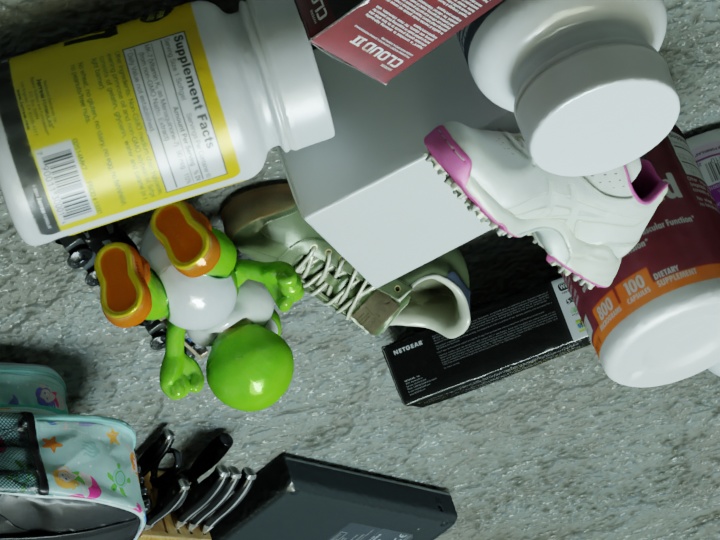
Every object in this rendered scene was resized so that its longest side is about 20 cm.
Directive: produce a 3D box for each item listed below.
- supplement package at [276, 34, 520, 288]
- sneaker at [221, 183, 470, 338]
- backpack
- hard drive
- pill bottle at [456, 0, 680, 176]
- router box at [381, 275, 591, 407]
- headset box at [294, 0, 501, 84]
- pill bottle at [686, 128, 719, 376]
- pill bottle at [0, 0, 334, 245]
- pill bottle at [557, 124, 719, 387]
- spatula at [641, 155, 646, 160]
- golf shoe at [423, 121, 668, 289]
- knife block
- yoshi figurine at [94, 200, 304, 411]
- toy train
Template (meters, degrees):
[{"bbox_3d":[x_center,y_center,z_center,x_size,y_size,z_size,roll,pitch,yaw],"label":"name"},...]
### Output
[{"bbox_3d":[0.055,-0.098,1.729,0.200,0.118,0.117,-27,149,12],"label":"supplement package"},{"bbox_3d":[0.000,0.000,1.880,0.200,0.090,0.067,10,140,-39],"label":"sneaker"},{"bbox_3d":[-0.256,0.154,1.927,0.199,0.151,0.178,7,148,-24],"label":"backpack"},{"bbox_3d":[-0.035,0.215,2.261,0.200,0.033,0.139,16,135,-44],"label":"hard drive"},{"bbox_3d":[0.109,-0.160,1.578,0.119,0.200,0.120,-13,149,-8],"label":"pill bottle"},{"bbox_3d":[0.121,0.045,2.004,0.199,0.051,0.149,-21,175,4],"label":"router box"},{"bbox_3d":[0.032,-0.212,1.504,0.200,0.149,0.077,-35,145,24],"label":"headset box"},{"bbox_3d":[0.276,0.007,1.933,0.112,0.200,0.112,-13,149,-8],"label":"pill bottle"},{"bbox_3d":[-0.123,-0.096,1.640,0.199,0.115,0.114,-17,149,-2],"label":"pill bottle"},{"bbox_3d":[0.178,-0.034,1.809,0.114,0.200,0.114,-17,152,-10],"label":"pill bottle"},{"bbox_3d":[0.102,-0.063,1.790,0.200,0.057,0.021,-5,173,40],"label":"spatula"},{"bbox_3d":[0.114,-0.060,1.654,0.092,0.075,0.200,-46,143,13],"label":"golf shoe"},{"bbox_3d":[-0.156,0.200,2.140,0.175,0.064,0.200,-18,149,1],"label":"knife block"},{"bbox_3d":[-0.095,0.035,1.831,0.112,0.112,0.200,12,167,24],"label":"yoshi figurine"},{"bbox_3d":[-0.150,0.013,1.879,0.046,0.034,0.200,-35,147,2],"label":"toy train"}]
